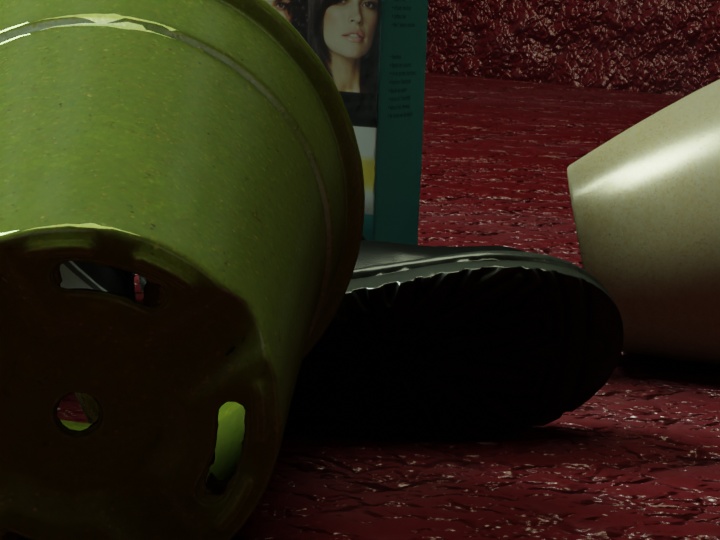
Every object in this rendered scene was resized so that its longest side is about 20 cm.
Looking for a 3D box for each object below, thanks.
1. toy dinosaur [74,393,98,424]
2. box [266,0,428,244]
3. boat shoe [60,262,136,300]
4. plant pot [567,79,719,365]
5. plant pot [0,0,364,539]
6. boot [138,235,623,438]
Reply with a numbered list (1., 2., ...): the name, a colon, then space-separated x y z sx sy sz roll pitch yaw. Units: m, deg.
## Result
1. toy dinosaur: -0.178 -0.001 0.767 0.199 0.061 0.106 34 -41 -12
2. box: -0.016 -0.057 0.915 0.082 0.202 0.049 6 10 27
3. boat shoe: -0.150 -0.027 0.819 0.069 0.067 0.200 -1 -29 26
4. plant pot: 0.208 -0.026 0.930 0.198 0.189 0.187 -11 7 9
5. plant pot: -0.091 0.010 0.630 0.198 0.202 0.190 1 22 -4
6. boot: -0.001 -0.002 0.825 0.209 0.080 0.158 0 28 -7
